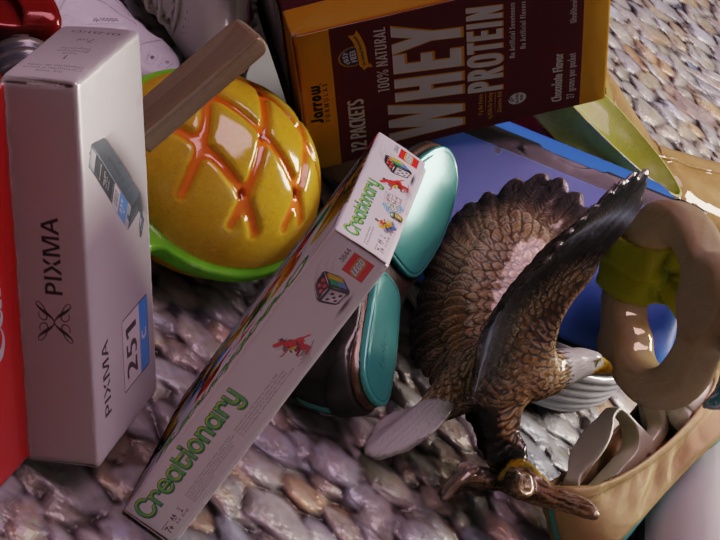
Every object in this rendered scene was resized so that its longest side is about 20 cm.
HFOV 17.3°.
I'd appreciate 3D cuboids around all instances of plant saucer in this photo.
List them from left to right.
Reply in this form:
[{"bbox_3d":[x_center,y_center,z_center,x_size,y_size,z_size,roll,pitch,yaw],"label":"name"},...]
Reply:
[{"bbox_3d":[0.154,-0.117,1.717,0.200,0.031,0.200,43,14,-14],"label":"plant saucer"}]

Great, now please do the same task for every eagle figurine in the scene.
[{"bbox_3d":[0.094,0.036,1.393,0.151,0.200,0.151,5,2,24],"label":"eagle figurine"}]

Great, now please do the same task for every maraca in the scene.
[{"bbox_3d":[-0.103,-0.055,1.373,0.200,0.107,0.137,-6,67,-44],"label":"maraca"}]

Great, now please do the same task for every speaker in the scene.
[{"bbox_3d":[0.207,0.183,1.437,0.081,0.081,0.200,35,27,-11],"label":"speaker"}]

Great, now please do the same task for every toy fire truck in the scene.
[{"bbox_3d":[-0.170,-0.104,1.268,0.200,0.129,0.176,1,41,-25],"label":"toy fire truck"}]

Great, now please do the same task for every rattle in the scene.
[{"bbox_3d":[0.231,0.033,1.394,0.143,0.130,0.200,22,-6,-23],"label":"rattle"}]

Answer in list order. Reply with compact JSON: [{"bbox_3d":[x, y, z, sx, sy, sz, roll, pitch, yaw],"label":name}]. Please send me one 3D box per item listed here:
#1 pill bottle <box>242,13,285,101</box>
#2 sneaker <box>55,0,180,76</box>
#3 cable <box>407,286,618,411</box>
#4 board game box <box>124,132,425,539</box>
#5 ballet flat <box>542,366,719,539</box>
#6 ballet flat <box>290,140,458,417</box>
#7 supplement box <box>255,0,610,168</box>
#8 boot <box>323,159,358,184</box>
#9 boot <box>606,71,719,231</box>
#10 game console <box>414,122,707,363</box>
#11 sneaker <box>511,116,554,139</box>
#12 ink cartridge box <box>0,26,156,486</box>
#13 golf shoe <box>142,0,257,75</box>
[{"bbox_3d":[-0.082,-0.206,1.631,0.112,0.112,0.200,12,37,-44],"label":"pill bottle"},{"bbox_3d":[-0.179,-0.128,1.416,0.115,0.075,0.200,42,22,16],"label":"sneaker"},{"bbox_3d":[0.109,0.007,1.600,0.200,0.069,0.200,46,28,13],"label":"cable"},{"bbox_3d":[-0.042,0.034,1.204,0.035,0.200,0.126,34,26,-6],"label":"board game box"},{"bbox_3d":[0.180,0.100,1.458,0.200,0.069,0.063,-43,115,-36],"label":"ballet flat"},{"bbox_3d":[0.000,0.000,1.406,0.068,0.068,0.200,60,38,-39],"label":"ballet flat"},{"bbox_3d":[0.032,-0.199,1.469,0.197,0.133,0.200,-14,57,-6],"label":"supplement box"},{"bbox_3d":[0.018,-0.122,1.688,0.144,0.071,0.201,30,36,-46],"label":"boot"},{"bbox_3d":[0.253,-0.089,1.956,0.200,0.066,0.175,12,49,-43],"label":"boot"},{"bbox_3d":[0.112,-0.031,1.546,0.200,0.118,0.171,21,71,-9],"label":"game console"},{"bbox_3d":[0.146,-0.058,1.735,0.200,0.081,0.088,58,17,14],"label":"sneaker"},{"bbox_3d":[-0.149,0.003,1.133,0.045,0.200,0.176,5,23,14],"label":"ink cartridge box"},{"bbox_3d":[-0.121,-0.182,1.493,0.091,0.075,0.200,5,36,-21],"label":"golf shoe"}]
